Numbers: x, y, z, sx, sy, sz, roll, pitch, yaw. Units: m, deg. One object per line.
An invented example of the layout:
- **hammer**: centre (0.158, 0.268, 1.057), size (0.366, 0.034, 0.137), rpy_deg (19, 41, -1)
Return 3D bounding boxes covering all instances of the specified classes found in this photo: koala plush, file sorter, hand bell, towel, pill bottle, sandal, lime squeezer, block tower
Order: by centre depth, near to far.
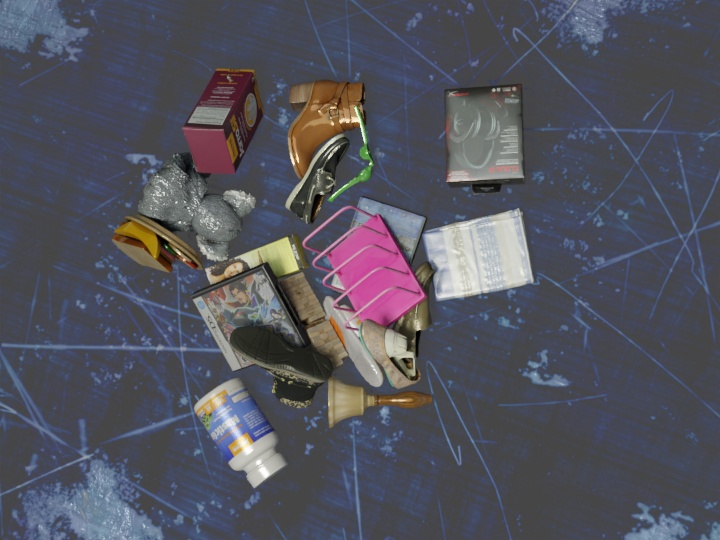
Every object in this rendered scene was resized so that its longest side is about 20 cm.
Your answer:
- **file sorter**: centre (0.000, 0.000, 1.633), size (0.139, 0.125, 0.200), rpy_deg (-39, 63, 20)
- **towel**: centre (0.228, -0.028, 1.684), size (0.199, 0.024, 0.148), rpy_deg (-12, 86, 14)
- **hand bell**: centre (0.038, 0.251, 1.694), size (0.199, 0.104, 0.105), rpy_deg (-1, 87, 0)
- **sandal**: centre (-0.003, 0.134, 1.704), size (0.059, 0.079, 0.207), rpy_deg (-24, 68, -29)
- **block tower**: centre (-0.096, 0.106, 1.721), size (0.054, 0.058, 0.200), rpy_deg (-23, 78, -27)
- **pill bottle**: centre (-0.232, 0.323, 1.725), size (0.112, 0.112, 0.200), rpy_deg (-38, 79, 8)
- **lime squeezer**: centre (-0.004, -0.223, 1.732), size (0.070, 0.038, 0.201), rpy_deg (23, 112, 15)
- **koala plush**: centre (-0.324, -0.122, 1.753), size (0.200, 0.184, 0.178), rpy_deg (33, 95, 1)

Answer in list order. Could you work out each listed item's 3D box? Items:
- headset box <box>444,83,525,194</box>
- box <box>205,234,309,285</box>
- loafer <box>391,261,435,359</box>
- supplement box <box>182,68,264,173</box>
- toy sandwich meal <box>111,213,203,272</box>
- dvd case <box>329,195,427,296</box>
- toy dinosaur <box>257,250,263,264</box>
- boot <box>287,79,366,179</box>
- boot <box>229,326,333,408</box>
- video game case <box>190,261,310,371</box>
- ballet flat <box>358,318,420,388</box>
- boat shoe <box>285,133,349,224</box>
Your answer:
- **headset box**: centre (0.238, -0.245, 1.666), size (0.148, 0.077, 0.201), rpy_deg (-1, 85, 13)
- **box**: centre (-0.209, -0.004, 1.769), size (0.199, 0.050, 0.076), rpy_deg (-22, 85, 10)
- **loafer**: centre (0.110, 0.082, 1.683), size (0.067, 0.076, 0.201), rpy_deg (21, 102, 13)
- **supplement box**: centre (-0.265, -0.296, 1.716), size (0.085, 0.111, 0.200), rpy_deg (4, 47, 13)
- **toy sandwich meal**: centre (-0.409, -0.042, 1.748), size (0.205, 0.205, 0.070), rpy_deg (30, 78, 13)
- **dvd case**: centre (0.036, -0.033, 1.731), size (0.142, 0.018, 0.201), rpy_deg (19, 90, 13)
- **toy dinosaur**: centre (-0.196, 0.074, 1.732), size (0.106, 0.060, 0.200), rpy_deg (24, 114, -7)
- **boot**: centre (-0.063, -0.284, 1.748), size (0.155, 0.077, 0.201), rpy_deg (-1, 80, 9)
- **boot**: centre (-0.164, 0.193, 1.680), size (0.203, 0.154, 0.074), rpy_deg (21, 54, -3)
- **video game case**: centre (-0.218, 0.095, 1.713), size (0.200, 0.026, 0.181), rpy_deg (-21, 102, 32)
- **ballet flat**: centre (0.063, 0.150, 1.617), size (0.067, 0.200, 0.068), rpy_deg (-7, 52, 23)
- **boat shoe**: centre (-0.071, -0.181, 1.720), size (0.068, 0.072, 0.200), rpy_deg (44, 119, 16)
